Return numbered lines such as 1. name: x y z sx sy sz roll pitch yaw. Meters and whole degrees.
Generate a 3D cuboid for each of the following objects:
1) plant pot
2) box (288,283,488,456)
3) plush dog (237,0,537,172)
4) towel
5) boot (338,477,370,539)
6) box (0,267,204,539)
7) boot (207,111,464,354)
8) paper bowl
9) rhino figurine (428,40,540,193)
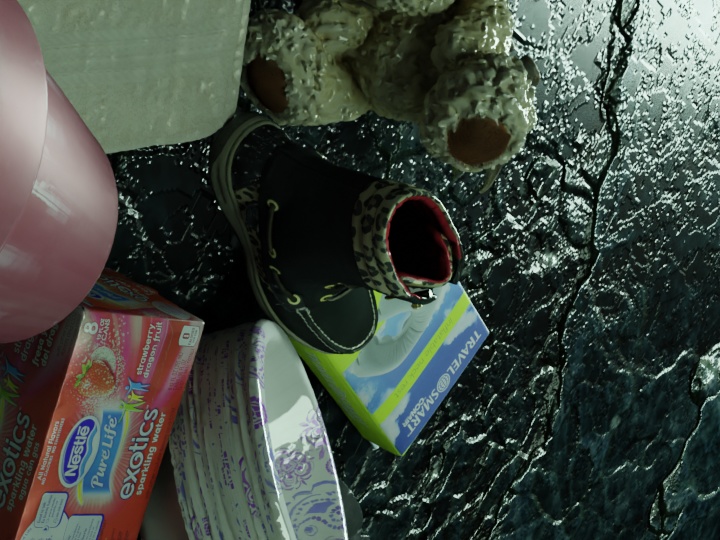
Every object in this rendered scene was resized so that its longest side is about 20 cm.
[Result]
1. plant pot: -0.215 -0.046 0.936 0.201 0.199 0.179 -62 152 -4
2. box: 0.021 0.044 1.392 0.122 0.047 0.200 -53 141 -16
3. plush dog: 0.038 -0.176 1.188 0.160 0.199 0.173 -41 143 -55
4. towel: -0.142 -0.133 1.102 0.199 0.034 0.134 -12 117 -46
5. boot: -0.076 0.212 1.350 0.200 0.065 0.166 -38 144 -27
6. box: -0.182 0.101 1.133 0.099 0.095 0.202 7 105 -50
7. boot: -0.001 0.000 1.196 0.074 0.153 0.204 -48 137 -22
8. paper bowl: -0.080 0.139 1.225 0.103 0.202 0.201 -14 135 8
9. rhino figurine: 0.076 -0.137 1.343 0.087 0.060 0.201 -24 130 -20
